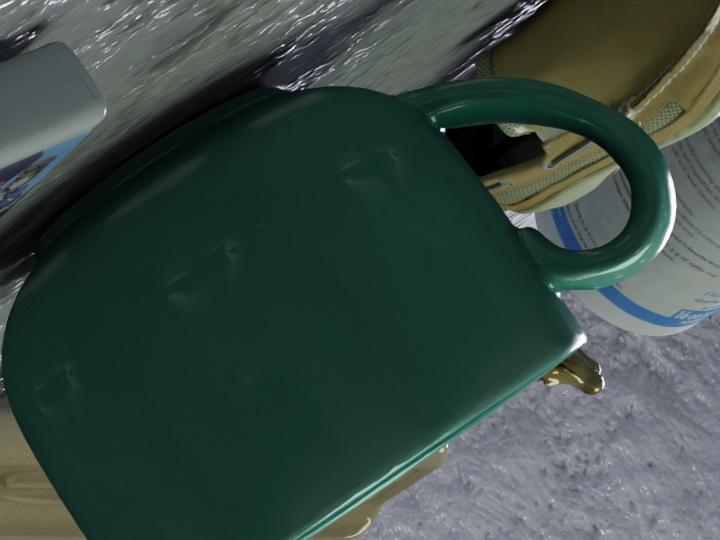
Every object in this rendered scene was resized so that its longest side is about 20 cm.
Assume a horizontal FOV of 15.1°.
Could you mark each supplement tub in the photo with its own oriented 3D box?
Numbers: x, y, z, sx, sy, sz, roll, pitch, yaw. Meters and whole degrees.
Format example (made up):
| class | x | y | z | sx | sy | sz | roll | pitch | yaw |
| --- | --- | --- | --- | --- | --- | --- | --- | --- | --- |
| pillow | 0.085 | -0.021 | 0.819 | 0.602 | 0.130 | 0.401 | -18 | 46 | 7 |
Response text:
| class | x | y | z | sx | sy | sz | roll | pitch | yaw |
| --- | --- | --- | --- | --- | --- | --- | --- | --- | --- |
| supplement tub | 0.198 | -0.061 | 1.459 | 0.132 | 0.132 | 0.200 | -30 | 174 | -43 |

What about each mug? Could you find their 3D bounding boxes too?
| class | x | y | z | sx | sy | sz | roll | pitch | yaw |
| --- | --- | --- | --- | --- | --- | --- | --- | --- | --- |
| mug | -0.016 | 0.009 | 0.801 | 0.185 | 0.115 | 0.152 | -32 | 175 | -29 |

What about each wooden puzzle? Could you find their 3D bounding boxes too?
| class | x | y | z | sx | sy | sz | roll | pitch | yaw |
| --- | --- | --- | --- | --- | --- | --- | --- | --- | --- |
| wooden puzzle | -0.070 | 0.071 | 1.090 | 0.185 | 0.046 | 0.200 | 1 | 165 | -8 |

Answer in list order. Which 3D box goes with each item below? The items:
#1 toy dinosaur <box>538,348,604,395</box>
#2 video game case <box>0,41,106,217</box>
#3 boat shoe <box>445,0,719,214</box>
| class | x | y | z | sx | sy | sz | roll | pitch | yaw |
| --- | --- | --- | --- | --- | --- | --- | --- | --- | --- |
| toy dinosaur | 0.000 | 0.000 | 1.057 | 0.101 | 0.199 | 0.058 | -68 | 161 | -52 |
| video game case | -0.167 | 0.031 | 0.552 | 0.200 | 0.023 | 0.182 | -28 | 172 | -48 |
| boat shoe | 0.077 | -0.068 | 0.975 | 0.076 | 0.072 | 0.200 | -11 | 159 | -30 |
